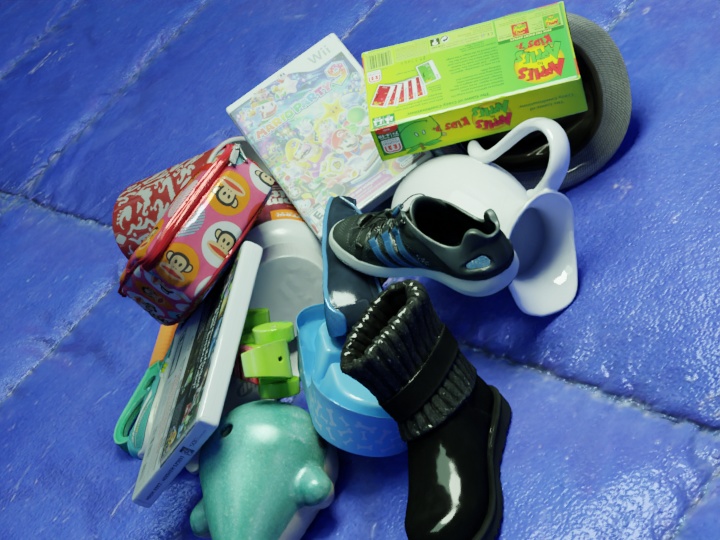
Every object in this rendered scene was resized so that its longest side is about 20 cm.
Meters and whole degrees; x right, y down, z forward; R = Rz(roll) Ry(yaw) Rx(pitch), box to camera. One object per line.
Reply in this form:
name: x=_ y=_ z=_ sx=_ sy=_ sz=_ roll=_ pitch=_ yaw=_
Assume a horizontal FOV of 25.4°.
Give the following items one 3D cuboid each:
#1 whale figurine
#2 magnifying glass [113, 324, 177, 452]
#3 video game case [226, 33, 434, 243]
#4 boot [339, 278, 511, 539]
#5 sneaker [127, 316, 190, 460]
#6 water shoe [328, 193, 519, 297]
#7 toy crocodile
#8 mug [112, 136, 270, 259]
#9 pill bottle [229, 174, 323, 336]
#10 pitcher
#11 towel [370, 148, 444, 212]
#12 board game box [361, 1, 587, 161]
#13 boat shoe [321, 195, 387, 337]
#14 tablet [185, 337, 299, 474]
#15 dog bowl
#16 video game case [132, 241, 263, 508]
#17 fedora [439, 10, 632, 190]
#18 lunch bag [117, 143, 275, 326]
whale figurine: x=-0.098 y=0.199 z=1.402 sx=0.158 sy=0.104 sz=0.201 roll=-18 pitch=36 yaw=33
magnifying glass: x=-0.224 y=0.119 z=1.737 sx=0.079 sy=0.022 sz=0.201 roll=-36 pitch=24 yaw=28
video game case: x=-0.033 y=-0.139 z=1.647 sx=0.143 sy=0.018 sz=0.200 roll=-36 pitch=59 yaw=-2
boot: x=0.046 y=0.125 z=1.285 sx=0.079 sy=0.158 sz=0.212 roll=-22 pitch=33 yaw=26
sneaker: x=-0.186 y=0.110 z=1.639 sx=0.079 sy=0.077 sz=0.201 roll=-28 pitch=27 yaw=42
water shoe: x=0.051 y=-0.037 z=1.397 sx=0.199 sy=0.079 sz=0.072 roll=12 pitch=46 yaw=37
toy crocodile: x=-0.101 y=0.078 z=1.492 sx=0.061 sy=0.068 sz=0.200 roll=-8 pitch=9 yaw=-18
mug: x=-0.175 y=-0.065 z=1.877 sx=0.199 sy=0.177 sz=0.135 roll=-14 pitch=74 yaw=44
pill bottle: x=-0.083 y=-0.016 z=1.665 sx=0.109 sy=0.110 sz=0.200 roll=-34 pitch=24 yaw=8
pitcher: x=0.118 y=-0.064 z=1.473 sx=0.199 sy=0.120 sz=0.173 roll=23 pitch=106 yaw=55
towel: x=0.004 y=-0.110 z=1.665 sx=0.199 sy=0.049 sz=0.112 roll=30 pitch=86 yaw=25
board game box: x=0.105 y=-0.177 z=1.502 sx=0.198 sy=0.048 sz=0.102 roll=-13 pitch=52 yaw=10
boat shoe: x=0.000 y=0.000 z=1.504 sx=0.068 sy=0.085 sz=0.201 roll=-6 pitch=40 yaw=2
tablet: x=-0.120 y=0.115 z=1.639 sx=0.200 sy=0.014 sz=0.130 roll=-44 pitch=30 yaw=-7
dog bowl: x=-0.002 y=0.098 z=1.439 sx=0.200 sy=0.110 sz=0.050 roll=-112 pitch=31 yaw=-61
video game case: x=-0.151 y=0.098 z=1.487 sx=0.182 sy=0.023 sz=0.201 roll=-50 pitch=22 yaw=49
fedora: x=0.169 y=-0.163 z=1.587 sx=0.198 sy=0.179 sz=0.090 roll=-17 pitch=-1 yaw=9
lunch bag: x=-0.154 y=-0.041 z=1.568 sx=0.177 sy=0.082 sz=0.200 roll=-56 pitch=8 yaw=-20
